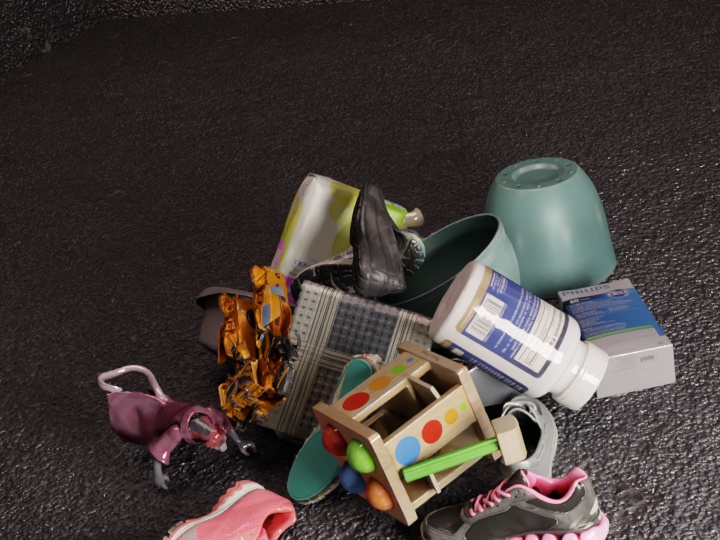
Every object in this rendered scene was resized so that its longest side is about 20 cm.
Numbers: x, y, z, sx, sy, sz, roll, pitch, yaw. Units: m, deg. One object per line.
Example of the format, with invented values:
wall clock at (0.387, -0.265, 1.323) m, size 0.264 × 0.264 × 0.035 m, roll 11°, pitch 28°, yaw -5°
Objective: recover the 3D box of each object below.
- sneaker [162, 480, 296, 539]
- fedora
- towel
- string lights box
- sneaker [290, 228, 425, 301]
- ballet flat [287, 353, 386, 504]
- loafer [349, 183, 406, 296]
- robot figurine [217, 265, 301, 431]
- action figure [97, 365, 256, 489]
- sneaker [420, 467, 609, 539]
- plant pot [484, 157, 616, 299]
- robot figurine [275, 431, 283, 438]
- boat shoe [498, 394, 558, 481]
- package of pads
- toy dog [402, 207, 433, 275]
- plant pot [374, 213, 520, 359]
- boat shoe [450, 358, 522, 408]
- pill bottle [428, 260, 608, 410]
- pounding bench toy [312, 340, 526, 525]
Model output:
sneaker at (-0.147, 0.301, 1.407) m, size 0.087 × 0.074 × 0.200 m, roll 8°, pitch 31°, yaw 34°
fedora at (-0.146, 0.095, 1.786) m, size 0.200 × 0.177 × 0.090 m, roll 15°, pitch 73°, yaw 8°
towel at (-0.016, 0.130, 1.586) m, size 0.192 × 0.200 × 0.035 m, roll 16°, pitch -11°, yaw 16°
string lights box at (0.332, 0.084, 1.673) m, size 0.103 × 0.059 × 0.200 m, roll -11°, pitch 25°, yaw 0°
sneaker at (0.000, 0.000, 1.760) m, size 0.200 × 0.078 × 0.086 m, roll -20°, pitch 15°, yaw 14°
ballet flat at (-0.016, 0.191, 1.513) m, size 0.076 × 0.200 × 0.064 m, roll 34°, pitch 10°, yaw 31°
loafer at (0.024, -0.039, 1.663) m, size 0.070 × 0.068 × 0.201 m, roll 9°, pitch 40°, yaw -10°
robot figurine at (-0.134, 0.100, 1.591) m, size 0.145 × 0.058 × 0.200 m, roll -40°, pitch 39°, yaw 35°
action figure at (-0.224, 0.186, 1.615) m, size 0.134 × 0.149 × 0.200 m, roll -23°, pitch 12°, yaw -36°
sneaker at (0.159, 0.250, 1.355) m, size 0.200 × 0.096 × 0.079 m, roll -8°, pitch 26°, yaw 11°
plant pot at (0.275, -0.074, 1.915) m, size 0.200 × 0.161 × 0.201 m, roll -10°, pitch 24°, yaw 4°
robot figurine at (-0.073, 0.138, 1.673) m, size 0.200 × 0.113 × 0.170 m, roll -6°, pitch 60°, yaw 13°
boat shoe at (0.193, 0.190, 1.491) m, size 0.070 × 0.072 × 0.201 m, roll -7°, pitch 25°, yaw 10°
package of pads at (-0.042, -0.024, 1.818) m, size 0.154 × 0.200 × 0.068 m, roll 20°, pitch 3°, yaw -16°
toy dog at (0.047, -0.010, 1.915) m, size 0.200 × 0.140 × 0.194 m, roll 10°, pitch 45°, yaw 39°
plant pot at (0.138, 0.035, 1.739) m, size 0.200 × 0.134 × 0.200 m, roll -31°, pitch 18°, yaw 12°
boat shoe at (0.138, 0.146, 1.615) m, size 0.199 × 0.074 × 0.068 m, roll -31°, pitch 17°, yaw -8°
pill bottle at (0.192, 0.082, 1.531) m, size 0.200 × 0.111 × 0.111 m, roll 31°, pitch 28°, yaw -5°
pounding bench toy at (0.065, 0.190, 1.391) m, size 0.156 × 0.124 × 0.200 m, roll -34°, pitch 27°, yaw -22°
